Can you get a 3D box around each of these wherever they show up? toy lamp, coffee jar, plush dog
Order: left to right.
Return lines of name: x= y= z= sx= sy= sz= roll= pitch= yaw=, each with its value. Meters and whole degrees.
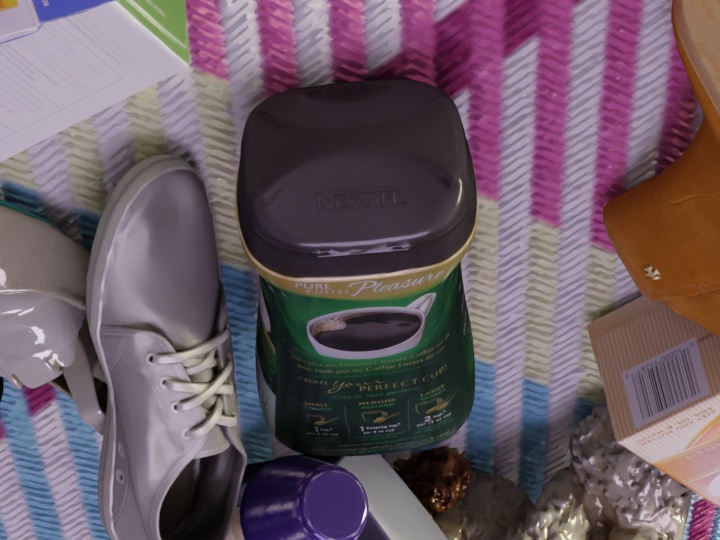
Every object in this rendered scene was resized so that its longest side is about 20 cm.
toy lamp: x=-0.052 y=0.124 z=1.237 sx=0.058 sy=0.059 sz=0.200 roll=5 pitch=166 yaw=-22
coffee jar: x=0.000 y=0.000 z=1.137 sx=0.103 sy=0.086 sz=0.200 roll=-5 pitch=148 yaw=-2
plush dog: x=0.079 y=0.167 z=1.385 sx=0.171 sy=0.161 sz=0.201 roll=14 pitch=147 yaw=11

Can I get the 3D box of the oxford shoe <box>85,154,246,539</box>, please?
oxford shoe: x=-0.080 y=0.044 z=1.142 sx=0.075 sy=0.058 sz=0.201 roll=-22 pitch=125 yaw=-40

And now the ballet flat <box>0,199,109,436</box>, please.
ballet flat: x=-0.131 y=0.032 z=1.167 sx=0.069 sy=0.070 sz=0.200 roll=-25 pitch=145 yaw=22

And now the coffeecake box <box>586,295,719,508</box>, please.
coffeecake box: x=0.233 y=0.059 z=1.305 sx=0.153 sy=0.073 sz=0.200 roll=-29 pitch=144 yaw=24

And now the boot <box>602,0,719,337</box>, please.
boot: x=0.153 y=-0.039 z=1.136 sx=0.144 sy=0.071 sz=0.201 roll=-9 pitch=129 yaw=50

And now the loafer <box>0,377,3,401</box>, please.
loafer: x=-0.252 y=0.042 z=1.139 sx=0.199 sy=0.073 sz=0.071 roll=3 pitch=147 yaw=-20

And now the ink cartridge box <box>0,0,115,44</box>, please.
ink cartridge box: x=-0.186 y=-0.122 z=0.881 sx=0.199 sy=0.042 sz=0.120 roll=-15 pitch=104 yaw=11

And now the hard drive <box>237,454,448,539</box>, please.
hard drive: x=0.010 y=0.177 z=1.333 sx=0.134 sy=0.042 sz=0.201 roll=-15 pitch=113 yaw=49

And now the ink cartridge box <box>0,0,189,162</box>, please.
ink cartridge box: x=-0.176 y=-0.083 z=0.983 sx=0.199 sy=0.060 sz=0.104 roll=-25 pitch=143 yaw=20
